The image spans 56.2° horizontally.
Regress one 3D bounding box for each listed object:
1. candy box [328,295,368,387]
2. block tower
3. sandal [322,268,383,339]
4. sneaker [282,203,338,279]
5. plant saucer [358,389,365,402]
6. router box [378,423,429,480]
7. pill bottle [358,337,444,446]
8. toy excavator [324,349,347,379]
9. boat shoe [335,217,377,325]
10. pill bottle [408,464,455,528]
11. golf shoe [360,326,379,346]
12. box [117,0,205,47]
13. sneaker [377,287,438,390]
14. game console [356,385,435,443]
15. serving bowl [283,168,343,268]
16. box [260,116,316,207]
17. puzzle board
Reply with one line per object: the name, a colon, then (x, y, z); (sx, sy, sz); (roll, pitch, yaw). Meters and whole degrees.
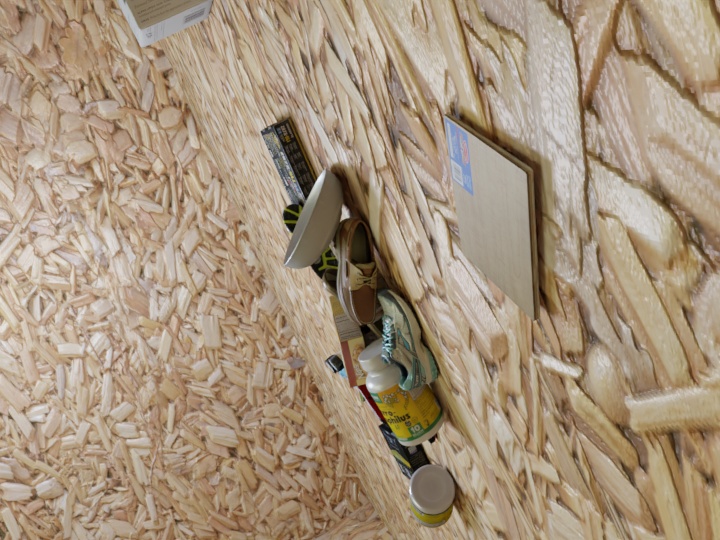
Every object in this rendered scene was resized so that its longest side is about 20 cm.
candy box: (-0.025, 0.147, 1.480); (0.201, 0.054, 0.118); (-112, 9, -62)
block tower: (0.000, 0.000, 1.367); (0.203, 0.053, 0.058); (59, 167, 14)
sandal: (-0.008, 0.077, 1.398); (0.199, 0.081, 0.054); (40, 126, -11)
sneaker: (-0.109, -0.068, 1.538); (0.203, 0.074, 0.076); (60, 176, -16)
plant saucer: (0.008, 0.232, 1.718); (0.200, 0.030, 0.206); (175, 90, -85)
router box: (0.127, 0.498, 1.850); (0.160, 0.051, 0.200); (63, 167, -3)
pill bottle: (0.079, 0.240, 1.360); (0.203, 0.111, 0.113); (60, 168, -13)
toy excavator: (0.008, 0.288, 1.866); (0.201, 0.100, 0.195); (48, 165, 2)
boat shoe: (-0.004, 0.001, 1.271); (0.073, 0.074, 0.206); (-6, 94, 65)
pill bottle: (0.175, 0.563, 1.657); (0.113, 0.111, 0.202); (54, 165, 31)
golf shoe: (0.043, 0.169, 1.491); (0.200, 0.071, 0.094); (41, 153, 60)
box: (-0.469, -0.652, 1.609); (0.133, 0.197, 0.198); (64, 167, -13)
sneaker: (0.073, 0.132, 1.267); (0.204, 0.085, 0.077); (64, 166, -5)
game console: (0.070, 0.311, 1.564); (0.200, 0.117, 0.175); (49, 161, 47)
serving bowl: (-0.081, -0.090, 1.305); (0.064, 0.205, 0.200); (23, 173, -11)
box: (-0.154, -0.236, 1.524); (0.204, 0.049, 0.159); (67, 164, -14)
puzzle board: (0.149, -0.060, 0.748); (0.151, 0.017, 0.203); (51, 162, 47)
